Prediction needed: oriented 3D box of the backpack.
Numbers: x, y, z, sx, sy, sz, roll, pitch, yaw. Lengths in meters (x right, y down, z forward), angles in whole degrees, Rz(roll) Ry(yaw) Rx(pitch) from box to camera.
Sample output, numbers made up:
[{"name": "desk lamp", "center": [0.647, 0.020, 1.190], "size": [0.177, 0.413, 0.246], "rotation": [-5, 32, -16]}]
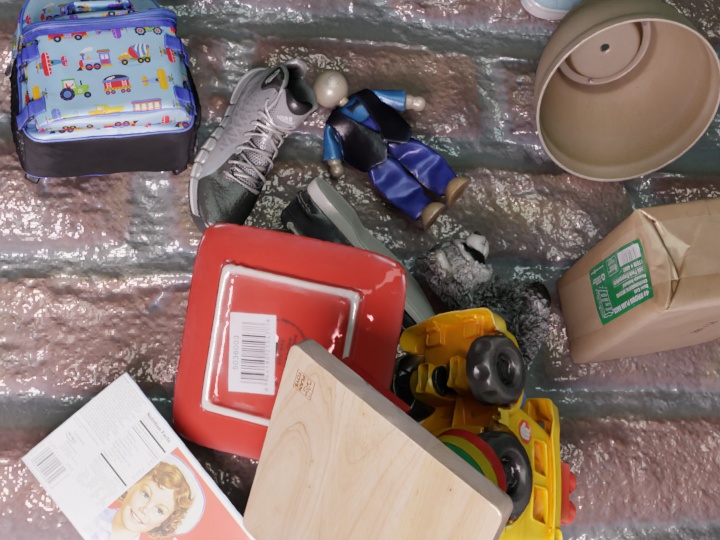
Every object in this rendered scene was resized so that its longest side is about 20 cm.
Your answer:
[{"name": "backpack", "center": [-0.252, -0.202, 0.931], "size": [0.179, 0.135, 0.204], "rotation": [-5, 70, -17]}]

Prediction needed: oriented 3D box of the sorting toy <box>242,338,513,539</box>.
[{"name": "sorting toy", "center": [0.016, 0.177, 0.740], "size": [0.198, 0.203, 0.069], "rotation": [36, 36, 25]}]

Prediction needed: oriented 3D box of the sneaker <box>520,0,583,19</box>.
[{"name": "sneaker", "center": [0.294, -0.350, 1.153], "size": [0.197, 0.082, 0.075], "rotation": [-15, 76, -19]}]

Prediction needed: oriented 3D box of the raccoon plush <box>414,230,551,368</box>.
[{"name": "raccoon plush", "center": [0.107, 0.063, 0.947], "size": [0.132, 0.097, 0.203], "rotation": [17, 67, -14]}]

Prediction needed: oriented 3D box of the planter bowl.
[{"name": "planter bowl", "center": [0.281, -0.220, 1.062], "size": [0.196, 0.202, 0.136], "rotation": [9, 42, -11]}]

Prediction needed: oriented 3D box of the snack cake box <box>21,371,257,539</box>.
[{"name": "snack cake box", "center": [-0.185, 0.205, 0.837], "size": [0.115, 0.067, 0.201], "rotation": [-38, 84, -17]}]

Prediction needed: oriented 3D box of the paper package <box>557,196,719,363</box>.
[{"name": "paper package", "center": [0.322, 0.012, 0.973], "size": [0.187, 0.200, 0.105], "rotation": [-9, 73, -16]}]

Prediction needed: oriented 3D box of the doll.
[{"name": "doll", "center": [0.025, -0.140, 1.028], "size": [0.200, 0.049, 0.136], "rotation": [44, 76, 10]}]

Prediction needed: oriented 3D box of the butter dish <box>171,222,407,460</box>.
[{"name": "butter dish", "center": [-0.054, 0.067, 0.889], "size": [0.196, 0.148, 0.204], "rotation": [11, 96, 13]}]

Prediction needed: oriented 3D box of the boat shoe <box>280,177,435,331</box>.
[{"name": "boat shoe", "center": [0.000, 0.000, 0.967], "size": [0.060, 0.074, 0.200], "rotation": [-38, 103, 17]}]

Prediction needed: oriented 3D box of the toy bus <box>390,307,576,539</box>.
[{"name": "toy bus", "center": [0.122, 0.156, 0.859], "size": [0.190, 0.135, 0.204], "rotation": [21, 63, -37]}]

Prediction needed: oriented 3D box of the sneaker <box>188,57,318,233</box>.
[{"name": "sneaker", "center": [-0.100, -0.130, 0.947], "size": [0.074, 0.115, 0.203], "rotation": [29, 64, -31]}]
